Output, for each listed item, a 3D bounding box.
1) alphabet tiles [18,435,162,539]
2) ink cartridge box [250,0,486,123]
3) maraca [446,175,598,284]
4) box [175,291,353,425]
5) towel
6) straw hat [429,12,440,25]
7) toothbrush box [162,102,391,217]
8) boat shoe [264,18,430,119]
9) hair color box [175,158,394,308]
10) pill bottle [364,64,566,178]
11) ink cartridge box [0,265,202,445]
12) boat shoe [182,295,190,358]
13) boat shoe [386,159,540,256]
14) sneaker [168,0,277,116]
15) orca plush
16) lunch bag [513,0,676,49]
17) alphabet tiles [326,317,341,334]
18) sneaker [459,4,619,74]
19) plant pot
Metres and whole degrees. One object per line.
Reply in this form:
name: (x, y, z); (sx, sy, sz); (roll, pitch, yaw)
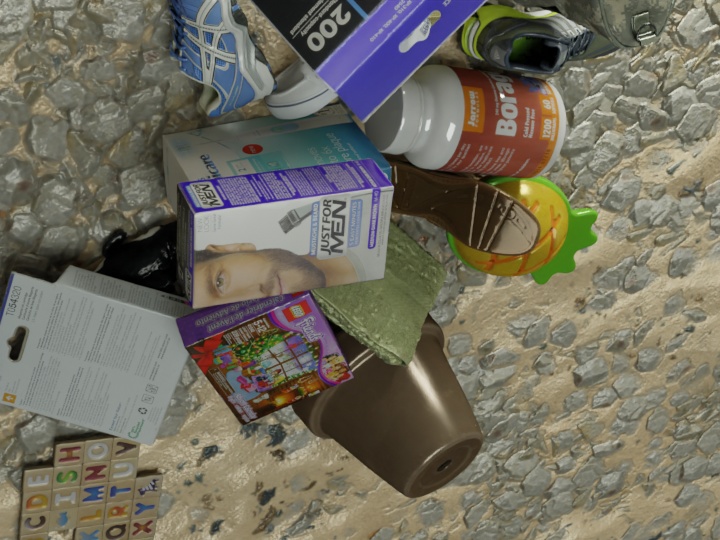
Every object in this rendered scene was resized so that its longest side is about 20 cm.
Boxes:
alphabet tiles: (-0.317, 0.275, 1.724); (0.167, 0.008, 0.200); (-4, 125, -24)
ink cartridge box: (0.008, -0.274, 1.370); (0.198, 0.200, 0.043); (-45, 152, 8)
maraca: (0.188, -0.046, 1.686); (0.200, 0.107, 0.137); (19, 122, -33)
box: (-0.096, 0.084, 1.534); (0.137, 0.039, 0.200); (-24, 148, 1)
towel: (0.000, 0.000, 1.597); (0.200, 0.036, 0.148); (37, 60, -21)
straw hat: (0.069, -0.292, 1.461); (0.201, 0.085, 0.201); (-14, 129, -18)
toothbrush box: (-0.087, -0.088, 1.493); (0.200, 0.146, 0.085); (-13, 127, -17)
boat shoe: (-0.027, -0.219, 1.448); (0.200, 0.074, 0.065); (-28, 130, 28)
hair color box: (-0.073, -0.037, 1.399); (0.200, 0.065, 0.109); (-8, 126, -19)
pill bottle: (0.110, -0.160, 1.562); (0.200, 0.112, 0.112); (3, 122, -29)
ink cartridge box: (-0.287, 0.086, 1.547); (0.200, 0.043, 0.196); (18, 129, -11)
boat shoe: (-0.160, 0.038, 1.606); (0.200, 0.060, 0.074); (-35, 172, 7)
boat shoe: (0.102, -0.075, 1.595); (0.200, 0.072, 0.072); (18, 106, 5)
sneaker: (-0.150, -0.228, 1.404); (0.077, 0.076, 0.200); (-34, 131, -6)
orca plush: (-0.203, 0.003, 1.549); (0.200, 0.071, 0.105); (-21, 130, -12)
lunch bag: (0.223, -0.320, 1.444); (0.139, 0.200, 0.168); (-17, 123, -26)
alphabet tiles: (-0.063, 0.069, 1.652); (0.167, 0.008, 0.200); (-36, 147, -35)
sneaker: (0.208, -0.242, 1.571); (0.200, 0.081, 0.074); (-10, 128, -23)
plant pot: (0.046, 0.164, 1.689); (0.200, 0.175, 0.200); (-30, 153, -17)
